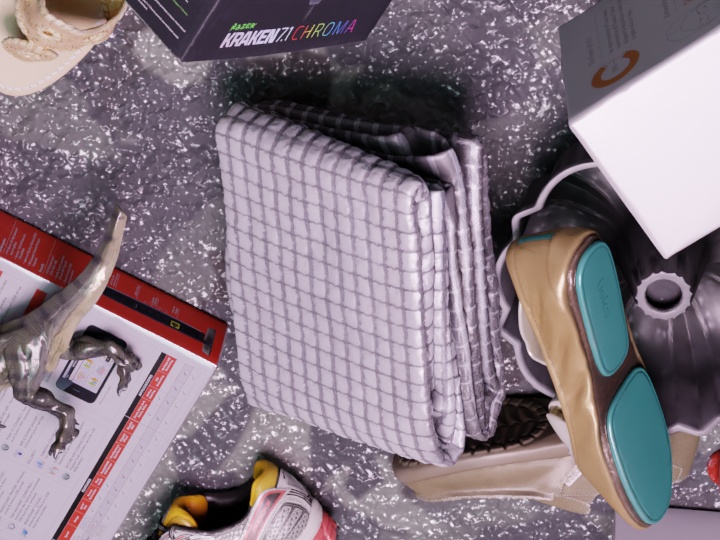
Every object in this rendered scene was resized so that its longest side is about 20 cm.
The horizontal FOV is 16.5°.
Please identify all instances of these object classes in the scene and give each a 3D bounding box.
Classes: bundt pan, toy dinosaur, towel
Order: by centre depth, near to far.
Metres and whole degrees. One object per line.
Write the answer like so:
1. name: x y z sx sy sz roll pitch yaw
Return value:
1. towel: 0.000 0.000 1.442 0.165 0.085 0.201 18 126 38
2. bundt pan: 0.179 -0.004 1.457 0.200 0.076 0.203 3 121 5
3. toy dinosaur: -0.187 0.054 1.496 0.200 0.048 0.088 -39 104 22

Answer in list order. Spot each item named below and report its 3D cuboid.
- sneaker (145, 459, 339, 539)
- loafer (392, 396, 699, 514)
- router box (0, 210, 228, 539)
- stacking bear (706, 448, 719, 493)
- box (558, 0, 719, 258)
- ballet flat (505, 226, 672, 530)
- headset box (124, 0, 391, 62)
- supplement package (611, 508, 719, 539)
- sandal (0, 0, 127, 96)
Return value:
1. sneaker: -0.116 0.186 1.615 0.199 0.078 0.082 -30 110 12
2. loafer: 0.119 0.118 1.539 0.198 0.076 0.068 -10 114 12
3. router box: -0.207 0.079 1.566 0.179 0.049 0.201 28 120 -10
4. stacking bear: 0.291 0.082 1.406 0.200 0.122 0.114 -39 155 16
5. box: 0.211 -0.118 1.279 0.199 0.125 0.098 -31 113 17
6. ballet flat: 0.132 0.060 1.432 0.063 0.069 0.201 5 124 36
7. headset box: -0.021 -0.218 1.283 0.093 0.174 0.200 47 120 19
8. supplement package: 0.212 0.267 1.596 0.116 0.118 0.201 5 122 4
9. sandal: -0.162 -0.165 1.400 0.077 0.070 0.212 37 118 -16
